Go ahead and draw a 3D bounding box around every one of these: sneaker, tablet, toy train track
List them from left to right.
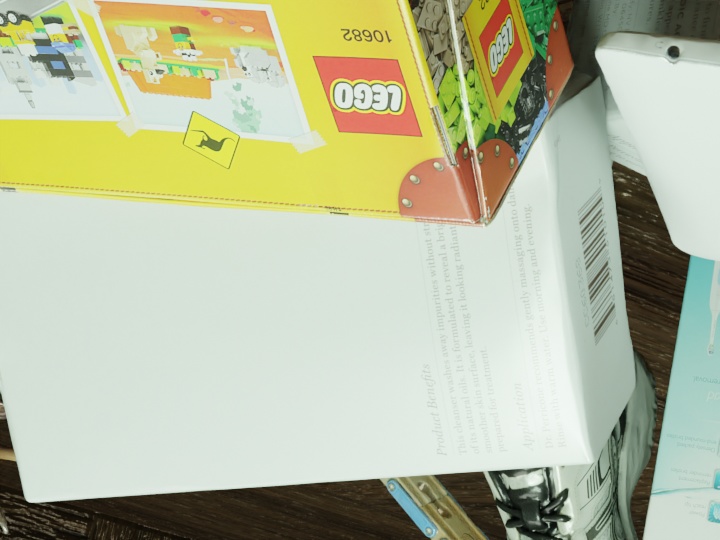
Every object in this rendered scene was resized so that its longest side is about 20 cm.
[{"bbox_3d":[0.062,0.121,0.927,0.200,0.033,0.114,48,-150,17],"label":"toy train track"},{"bbox_3d":[0.084,0.114,1.011,0.075,0.201,0.088,-17,149,32],"label":"sneaker"},{"bbox_3d":[0.150,-0.027,0.710,0.129,0.014,0.200,8,165,17],"label":"tablet"}]

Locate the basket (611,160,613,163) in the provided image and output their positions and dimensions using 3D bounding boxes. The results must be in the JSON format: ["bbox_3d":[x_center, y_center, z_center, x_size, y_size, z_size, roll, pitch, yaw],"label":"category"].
[{"bbox_3d":[0.000,0.000,0.883,0.135,0.124,0.199,4,-170,34],"label":"basket"}]

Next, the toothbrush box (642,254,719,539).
[{"bbox_3d":[0.180,0.065,0.966,0.085,0.202,0.146,8,166,17],"label":"toothbrush box"}]

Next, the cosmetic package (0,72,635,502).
[{"bbox_3d":[-0.019,0.006,0.732,0.198,0.114,0.081,-3,-166,19],"label":"cosmetic package"}]

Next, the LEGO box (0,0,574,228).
[{"bbox_3d":[-0.056,-0.097,0.646,0.199,0.077,0.150,5,135,28],"label":"LEGO box"}]

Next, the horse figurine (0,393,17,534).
[{"bbox_3d":[-0.168,0.050,0.863,0.131,0.050,0.200,7,-171,-8],"label":"horse figurine"}]

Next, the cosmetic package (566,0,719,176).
[{"bbox_3d":[0.162,-0.071,0.705,0.101,0.075,0.199,21,163,-33],"label":"cosmetic package"}]
